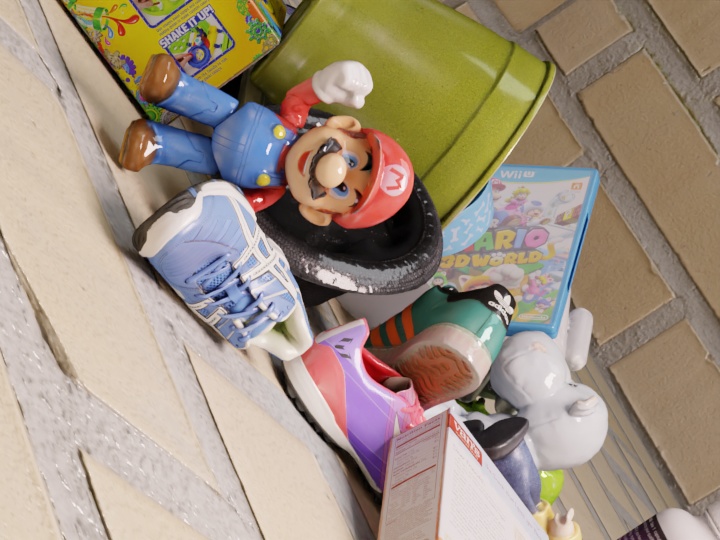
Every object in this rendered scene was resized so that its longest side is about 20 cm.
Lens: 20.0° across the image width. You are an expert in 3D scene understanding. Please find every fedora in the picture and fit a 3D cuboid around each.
[{"bbox_3d":[-0.039,-0.033,1.532,0.200,0.092,0.201,24,40,-22],"label":"fedora"}]

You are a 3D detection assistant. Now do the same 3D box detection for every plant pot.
[{"bbox_3d":[0.020,-0.147,1.663,0.193,0.200,0.200,37,12,-9],"label":"plant pot"}]

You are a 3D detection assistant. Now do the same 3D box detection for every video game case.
[{"bbox_3d":[0.121,-0.021,1.795,0.018,0.143,0.200,76,25,-42],"label":"video game case"}]

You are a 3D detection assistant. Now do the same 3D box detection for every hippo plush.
[{"bbox_3d":[0.119,0.135,1.669,0.200,0.161,0.159,59,8,18],"label":"hippo plush"}]

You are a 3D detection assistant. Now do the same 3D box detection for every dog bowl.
[{"bbox_3d":[0.056,-0.084,1.832,0.200,0.111,0.050,-114,180,-51],"label":"dog bowl"}]

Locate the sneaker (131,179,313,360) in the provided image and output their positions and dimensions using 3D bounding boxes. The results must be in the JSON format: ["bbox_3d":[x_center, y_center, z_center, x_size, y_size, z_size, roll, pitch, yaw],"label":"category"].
[{"bbox_3d":[-0.081,0.002,1.335,0.077,0.076,0.200,55,8,25],"label":"sneaker"}]

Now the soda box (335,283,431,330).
[{"bbox_3d":[0.000,0.000,1.699,0.200,0.064,0.068,44,-1,44],"label":"soda box"}]

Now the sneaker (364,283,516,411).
[{"bbox_3d":[0.048,0.058,1.529,0.071,0.080,0.200,49,-30,-15],"label":"sneaker"}]

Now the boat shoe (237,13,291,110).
[{"bbox_3d":[-0.068,-0.143,1.737,0.071,0.070,0.201,15,50,-7],"label":"boat shoe"}]

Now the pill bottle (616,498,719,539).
[{"bbox_3d":[0.236,0.272,1.681,0.113,0.200,0.112,54,9,-12],"label":"pill bottle"}]

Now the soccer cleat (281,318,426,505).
[{"bbox_3d":[0.024,0.120,1.490,0.200,0.073,0.068,52,9,-27],"label":"soccer cleat"}]

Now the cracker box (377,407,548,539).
[{"bbox_3d":[0.071,0.203,1.388,0.134,0.058,0.200,53,21,-20],"label":"cracker box"}]

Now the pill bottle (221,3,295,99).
[{"bbox_3d":[-0.086,-0.191,1.919,0.112,0.112,0.200,54,9,-13],"label":"pill bottle"}]

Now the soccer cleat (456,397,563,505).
[{"bbox_3d":[0.098,0.157,1.820,0.067,0.081,0.200,14,17,-46],"label":"soccer cleat"}]

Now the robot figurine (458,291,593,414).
[{"bbox_3d":[0.131,0.036,1.831,0.169,0.113,0.200,24,44,-14],"label":"robot figurine"}]

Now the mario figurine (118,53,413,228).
[{"bbox_3d":[-0.060,-0.084,1.398,0.200,0.124,0.106,15,42,-4],"label":"mario figurine"}]

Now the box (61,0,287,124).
[{"bbox_3d":[-0.164,-0.239,1.633,0.193,0.122,0.200,53,9,-13],"label":"box"}]

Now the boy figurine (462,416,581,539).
[{"bbox_3d":[0.112,0.212,1.570,0.064,0.124,0.200,-39,119,-53],"label":"boy figurine"}]
